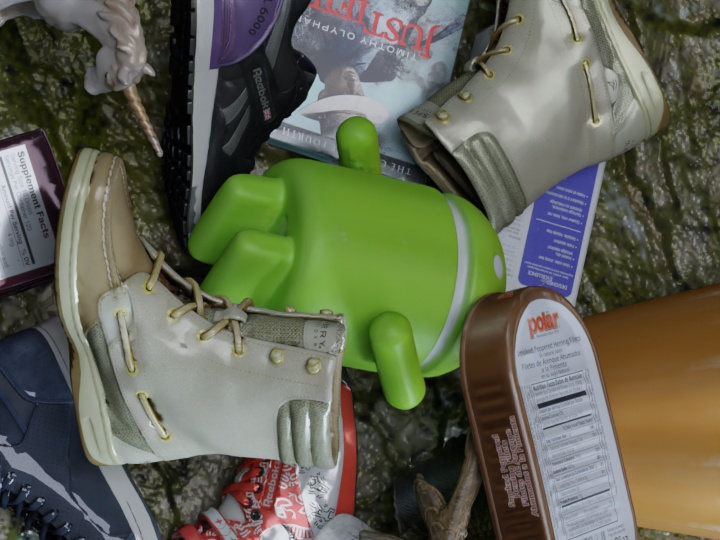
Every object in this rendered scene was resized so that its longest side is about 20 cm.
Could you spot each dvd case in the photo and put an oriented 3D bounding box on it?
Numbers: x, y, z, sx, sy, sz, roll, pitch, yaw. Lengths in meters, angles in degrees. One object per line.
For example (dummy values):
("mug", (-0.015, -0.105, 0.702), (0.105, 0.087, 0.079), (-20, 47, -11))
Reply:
("dvd case", (-0.002, -0.167, 1.588), (0.145, 0.022, 0.201), (18, 80, -16))

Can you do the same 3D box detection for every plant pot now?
("plant pot", (0.228, 0.090, 1.562), (0.182, 0.200, 0.202), (-3, 85, -3))

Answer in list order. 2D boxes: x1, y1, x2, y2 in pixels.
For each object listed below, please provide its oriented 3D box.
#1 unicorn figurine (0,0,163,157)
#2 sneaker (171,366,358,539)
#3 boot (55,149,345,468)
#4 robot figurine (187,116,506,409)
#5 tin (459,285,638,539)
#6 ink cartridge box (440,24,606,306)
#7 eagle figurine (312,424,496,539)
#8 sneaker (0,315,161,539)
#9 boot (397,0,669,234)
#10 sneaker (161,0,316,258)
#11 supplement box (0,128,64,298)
("unicorn figurine", (-0.165, -0.171, 1.465), (0.074, 0.137, 0.201), (43, 55, -49))
("sneaker", (-0.062, 0.139, 1.515), (0.107, 0.067, 0.203), (0, 87, -21))
("boot", (-0.085, 0.024, 1.374), (0.154, 0.072, 0.201), (3, 123, 11))
("robot figurine", (0.000, 0.000, 1.488), (0.199, 0.116, 0.176), (12, 45, -26))
("tin", (0.113, 0.108, 1.451), (0.112, 0.042, 0.201), (-9, 86, -60))
("ink cartridge box", (0.103, -0.049, 1.602), (0.099, 0.039, 0.201), (17, 79, -16))
("eagle figurine", (0.070, 0.184, 1.517), (0.152, 0.200, 0.151), (-44, 78, 5))
("sneaker", (-0.204, 0.143, 1.455), (0.146, 0.077, 0.203), (-20, 81, -30))
("boot", (0.084, -0.138, 1.552), (0.154, 0.072, 0.201), (-32, 94, -16))
("sneaker", (-0.069, -0.095, 1.488), (0.087, 0.076, 0.201), (-3, 125, -16))
("supplement box", (-0.272, -0.009, 1.437), (0.199, 0.110, 0.086), (-19, 91, -19))
